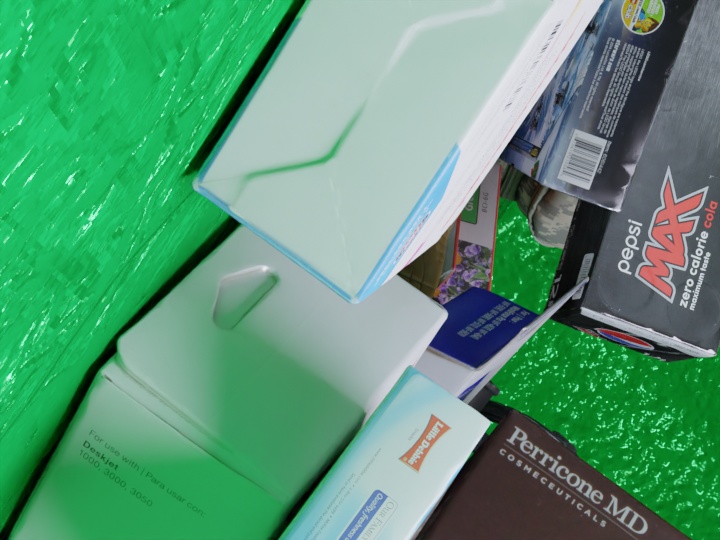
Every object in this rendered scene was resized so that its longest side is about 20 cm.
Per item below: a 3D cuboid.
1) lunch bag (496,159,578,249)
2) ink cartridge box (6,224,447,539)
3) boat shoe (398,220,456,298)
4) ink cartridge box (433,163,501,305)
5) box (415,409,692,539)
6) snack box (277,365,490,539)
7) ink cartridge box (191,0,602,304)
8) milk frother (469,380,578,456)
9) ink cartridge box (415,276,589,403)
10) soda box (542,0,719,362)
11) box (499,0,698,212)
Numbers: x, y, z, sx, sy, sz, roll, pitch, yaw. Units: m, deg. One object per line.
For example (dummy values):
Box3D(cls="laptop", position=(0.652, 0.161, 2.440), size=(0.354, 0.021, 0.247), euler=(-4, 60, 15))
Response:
Box3D(cls="lunch bag", position=(0.134, -0.091, 1.317), size=(0.140, 0.167, 0.200), euler=(-54, 175, -18))
Box3D(cls="ink cartridge box", position=(-0.067, 0.088, 0.983), size=(0.145, 0.085, 0.200), euler=(-48, 171, -52))
Box3D(cls="boat shoe", position=(0.000, 0.000, 1.156), size=(0.200, 0.071, 0.069), euler=(-53, 174, -43))
Box3D(cls="ink cartridge box", position=(0.033, 0.002, 1.304), size=(0.200, 0.050, 0.109), euler=(130, -29, -57))
Box3D(cls="box", position=(0.043, 0.161, 1.021), size=(0.200, 0.100, 0.075), euler=(-53, 178, -41))
Box3D(cls="snack box", position=(-0.018, 0.116, 0.927), size=(0.116, 0.037, 0.200), euler=(-53, 175, -21))
Box3D(cls="ink cartridge box", position=(0.020, -0.066, 0.885), size=(0.115, 0.068, 0.200), euler=(-56, 175, 12))
Box3D(cls="milk frother", position=(0.022, 0.141, 1.669), size=(0.188, 0.200, 0.181), euler=(-55, 180, -2))
Box3D(cls="ink cartridge box", position=(0.009, 0.068, 1.120), size=(0.200, 0.039, 0.099), euler=(-47, 173, 22))
Box3D(cls="soda box", position=(0.147, -0.064, 1.170), size=(0.063, 0.071, 0.201), euler=(161, -53, -78))
Box3D(cls="box", position=(0.116, -0.132, 1.144), size=(0.137, 0.040, 0.201), euler=(-130, -120, -77))
